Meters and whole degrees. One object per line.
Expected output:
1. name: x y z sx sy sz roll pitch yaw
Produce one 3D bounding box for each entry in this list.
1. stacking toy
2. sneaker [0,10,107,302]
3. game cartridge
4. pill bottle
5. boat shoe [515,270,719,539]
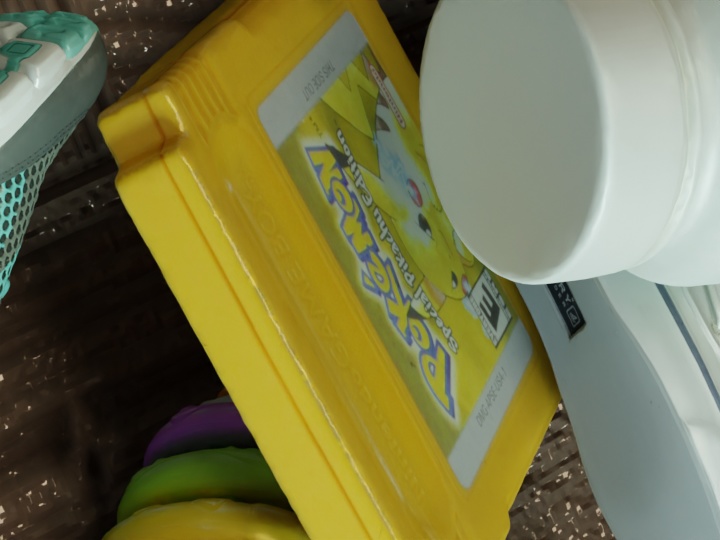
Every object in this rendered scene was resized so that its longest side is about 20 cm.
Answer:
1. stacking toy: -0.036 0.078 0.822 0.110 0.116 0.200 32 49 -35
2. sneaker: -0.132 0.006 0.778 0.200 0.077 0.091 -52 133 -33
3. game cartridge: 0.000 0.000 0.831 0.177 0.032 0.200 61 19 -12
4. pill bottle: 0.125 -0.057 0.829 0.200 0.113 0.113 -9 87 -31
5. boat shoe: 0.097 0.014 0.882 0.065 0.074 0.200 -19 84 -26
